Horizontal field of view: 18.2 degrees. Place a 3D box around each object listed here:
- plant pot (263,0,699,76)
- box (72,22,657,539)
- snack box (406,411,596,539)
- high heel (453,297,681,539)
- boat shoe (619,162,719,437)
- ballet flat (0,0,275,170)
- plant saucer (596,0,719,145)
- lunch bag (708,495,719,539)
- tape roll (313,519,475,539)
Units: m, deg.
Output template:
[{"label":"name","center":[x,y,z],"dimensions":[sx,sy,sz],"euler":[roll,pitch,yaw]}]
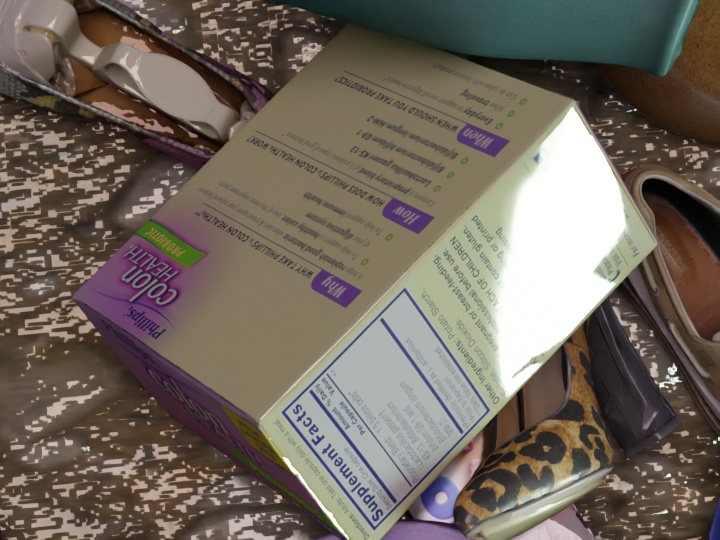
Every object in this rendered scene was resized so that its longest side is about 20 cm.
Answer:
[{"label":"plant pot","center":[0.077,-0.182,1.005],"dimensions":[0.187,0.200,0.201],"euler":[21,80,7]},{"label":"box","center":[0.000,0.000,1.035],"dimensions":[0.200,0.176,0.097],"euler":[-45,127,-13]},{"label":"snack box","center":[0.083,0.149,1.100],"dimensions":[0.072,0.024,0.201],"euler":[-31,82,-5]},{"label":"high heel","center":[0.066,0.044,1.052],"dimensions":[0.071,0.200,0.143],"euler":[-35,84,33]},{"label":"boat shoe","center":[0.189,0.032,1.101],"dimensions":[0.075,0.068,0.200],"euler":[-43,85,-10]},{"label":"ballet flat","center":[-0.126,-0.104,1.118],"dimensions":[0.199,0.071,0.069],"euler":[25,81,4]},{"label":"plant saucer","center":[0.203,-0.153,1.106],"dimensions":[0.199,0.035,0.201],"euler":[-3,109,-8]},{"label":"lunch bag","center":[0.249,0.158,1.046],"dimensions":[0.169,0.127,0.201],"euler":[13,77,-11]},{"label":"tape roll","center":[0.022,0.217,1.051],"dimensions":[0.199,0.066,0.201],"euler":[-1,84,5]}]
